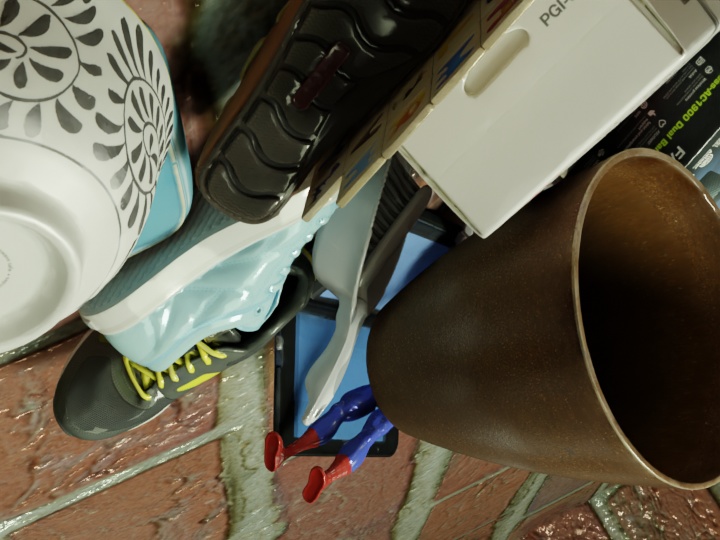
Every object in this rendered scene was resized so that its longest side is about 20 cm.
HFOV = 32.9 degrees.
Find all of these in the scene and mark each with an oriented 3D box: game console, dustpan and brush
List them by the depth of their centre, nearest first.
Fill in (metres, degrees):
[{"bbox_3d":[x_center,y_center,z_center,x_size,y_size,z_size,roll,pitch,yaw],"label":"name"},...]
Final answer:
[{"bbox_3d":[0.000,0.000,0.761,0.201,0.057,0.140,-57,164,-15],"label":"dustpan and brush"},{"bbox_3d":[0.022,0.051,0.948,0.170,0.119,0.200,-37,158,18],"label":"game console"}]

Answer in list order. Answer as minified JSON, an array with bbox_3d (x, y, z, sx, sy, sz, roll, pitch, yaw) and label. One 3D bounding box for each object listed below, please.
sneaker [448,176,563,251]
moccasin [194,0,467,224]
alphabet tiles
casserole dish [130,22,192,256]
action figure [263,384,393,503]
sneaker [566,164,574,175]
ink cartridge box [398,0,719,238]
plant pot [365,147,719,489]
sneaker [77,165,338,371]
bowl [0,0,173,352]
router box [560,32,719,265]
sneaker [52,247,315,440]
[{"bbox_3d":[0.123,0.013,0.926,0.075,0.115,0.201,-30,147,-41],"label":"sneaker"},{"bbox_3d":[-0.010,-0.112,0.606,0.073,0.078,0.202,26,119,-18],"label":"moccasin"},{"bbox_3d":[0.038,-0.113,0.599,0.200,0.006,0.167,-46,-164,26],"label":"alphabet tiles"},{"bbox_3d":[-0.143,-0.051,0.627,0.120,0.039,0.200,-26,157,-12],"label":"casserole dish"},{"bbox_3d":[0.023,0.078,0.883,0.199,0.065,0.100,-28,145,-46],"label":"action figure"},{"bbox_3d":[0.176,-0.112,0.858,0.139,0.078,0.201,-5,138,-44],"label":"sneaker"},{"bbox_3d":[0.118,-0.115,0.665,0.147,0.083,0.200,-44,177,32],"label":"ink cartridge box"},{"bbox_3d":[0.105,0.044,0.733,0.186,0.189,0.199,-6,173,-45],"label":"plant pot"},{"bbox_3d":[-0.066,-0.012,0.723,0.199,0.074,0.082,-31,128,8],"label":"sneaker"},{"bbox_3d":[-0.166,-0.027,0.502,0.199,0.095,0.202,-13,140,-11],"label":"bowl"},{"bbox_3d":[0.234,-0.089,0.808,0.149,0.062,0.200,2,134,-51],"label":"router box"},{"bbox_3d":[-0.115,0.040,0.788,0.199,0.075,0.085,-36,-174,-8],"label":"sneaker"}]
